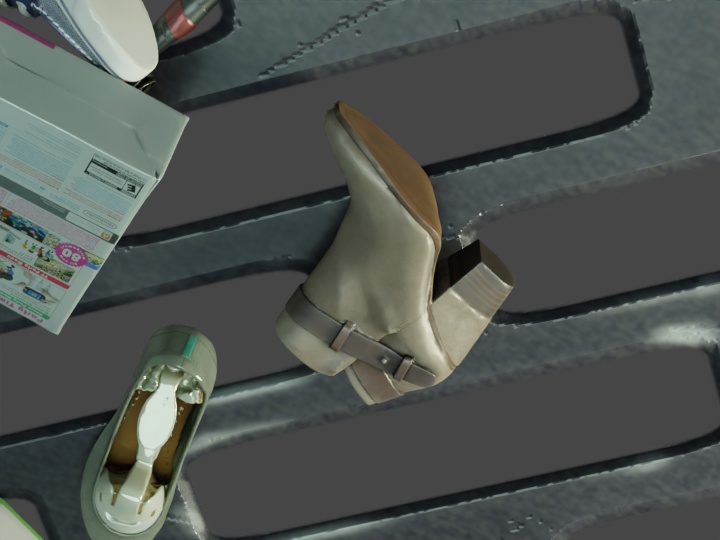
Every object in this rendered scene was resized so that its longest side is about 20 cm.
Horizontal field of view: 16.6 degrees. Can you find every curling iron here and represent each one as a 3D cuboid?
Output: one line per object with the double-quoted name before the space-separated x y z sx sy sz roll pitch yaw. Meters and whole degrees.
"curling iron" -0.111 -0.166 1.591 0.026 0.050 0.200 46 106 8

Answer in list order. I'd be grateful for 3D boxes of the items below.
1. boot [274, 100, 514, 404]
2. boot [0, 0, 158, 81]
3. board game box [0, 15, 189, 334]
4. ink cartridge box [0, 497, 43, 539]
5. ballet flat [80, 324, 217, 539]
"boot" 0.000 0.000 1.648 0.146 0.070 0.200 -36 108 22
"boot" -0.215 -0.190 1.564 0.090 0.073 0.201 -33 92 25
"board game box" -0.218 -0.060 1.595 0.147 0.065 0.200 29 140 -10
"ink cartridge box" -0.293 0.284 1.805 0.200 0.084 0.146 -36 109 20
"ballet flat" -0.154 0.130 1.728 0.067 0.064 0.201 20 117 -5
